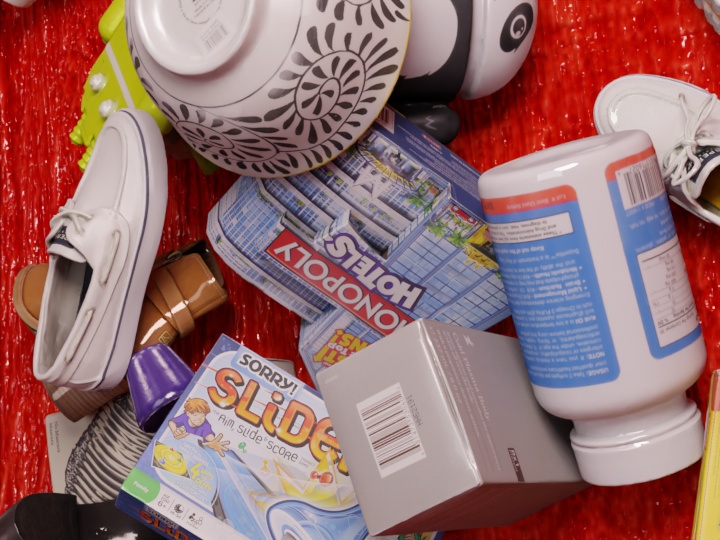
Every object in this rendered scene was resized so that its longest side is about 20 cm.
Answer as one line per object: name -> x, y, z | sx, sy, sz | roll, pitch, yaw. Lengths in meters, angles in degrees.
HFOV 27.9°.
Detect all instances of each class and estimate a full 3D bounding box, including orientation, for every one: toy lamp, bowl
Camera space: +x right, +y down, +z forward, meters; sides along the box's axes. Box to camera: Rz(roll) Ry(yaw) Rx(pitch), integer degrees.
toy lamp -> -0.105, 0.142, 1.005 | 0.058, 0.058, 0.201 | -38, 71, 21
bowl -> -0.077, -0.159, 0.884 | 0.199, 0.094, 0.203 | 1, 92, 29

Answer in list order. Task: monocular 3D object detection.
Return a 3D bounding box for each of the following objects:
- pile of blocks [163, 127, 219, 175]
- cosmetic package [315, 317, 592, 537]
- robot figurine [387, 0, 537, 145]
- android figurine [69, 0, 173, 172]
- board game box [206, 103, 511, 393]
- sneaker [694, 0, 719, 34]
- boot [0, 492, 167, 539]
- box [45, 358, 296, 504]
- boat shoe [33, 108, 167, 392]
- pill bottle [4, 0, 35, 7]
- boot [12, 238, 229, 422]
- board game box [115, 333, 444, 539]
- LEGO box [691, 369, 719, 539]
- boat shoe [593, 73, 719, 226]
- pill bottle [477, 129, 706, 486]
pile of blocks -> -0.075, -0.111, 1.089 | 0.198, 0.082, 0.062 | -20, 114, 30
cosmetic package -> 0.066, 0.100, 0.905 | 0.090, 0.199, 0.108 | -30, 72, 25
robot figurine -> 0.021, -0.175, 0.978 | 0.125, 0.197, 0.151 | -104, 16, -50
android figurine -> -0.159, -0.163, 1.103 | 0.200, 0.041, 0.183 | -51, 36, 18
board game box -> 0.000, 0.000, 0.985 | 0.200, 0.199, 0.062 | -46, 22, 29
sneaker -> 0.223, -0.236, 0.937 | 0.077, 0.078, 0.201 | -33, 71, 8
boot -> -0.215, 0.240, 1.106 | 0.200, 0.187, 0.069 | -44, 49, 45
box -> -0.141, 0.127, 1.098 | 0.198, 0.068, 0.083 | -19, 75, 28
boat shoe -> -0.189, -0.016, 1.015 | 0.072, 0.065, 0.202 | 18, 97, 43
pill bottle -> -0.239, -0.315, 1.194 | 0.200, 0.111, 0.112 | -41, 65, 19
boot -> -0.188, 0.016, 1.136 | 0.155, 0.077, 0.200 | -37, 29, 0
board game box -> -0.043, 0.149, 0.965 | 0.199, 0.035, 0.136 | 30, 57, 2
LEGO box -> 0.263, 0.166, 0.825 | 0.147, 0.077, 0.203 | 7, 86, 13
boat shoe -> 0.217, -0.064, 0.901 | 0.202, 0.086, 0.075 | 43, 104, 27
pill bottle -> 0.149, 0.024, 0.893 | 0.111, 0.112, 0.202 | -11, 99, 29
